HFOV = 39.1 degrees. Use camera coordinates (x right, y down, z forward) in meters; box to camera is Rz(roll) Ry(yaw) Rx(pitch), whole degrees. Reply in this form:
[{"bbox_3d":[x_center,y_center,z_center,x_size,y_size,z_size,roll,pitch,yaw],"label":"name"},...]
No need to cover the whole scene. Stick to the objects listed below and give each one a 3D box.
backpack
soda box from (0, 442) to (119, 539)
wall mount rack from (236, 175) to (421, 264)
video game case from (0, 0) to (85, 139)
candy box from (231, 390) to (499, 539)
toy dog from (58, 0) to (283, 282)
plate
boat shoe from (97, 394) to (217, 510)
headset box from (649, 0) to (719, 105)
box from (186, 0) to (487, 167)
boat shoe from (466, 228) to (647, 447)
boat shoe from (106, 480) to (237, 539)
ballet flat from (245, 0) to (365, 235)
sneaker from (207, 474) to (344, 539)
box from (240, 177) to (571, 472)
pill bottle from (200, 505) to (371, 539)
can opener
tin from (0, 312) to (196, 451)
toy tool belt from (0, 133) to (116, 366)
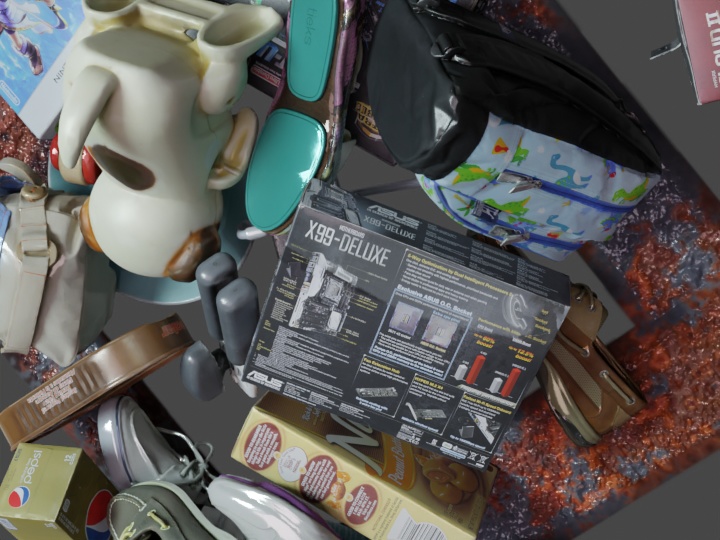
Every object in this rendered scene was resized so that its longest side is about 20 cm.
[{"bbox_3d":[0.109,-0.092,0.697,0.199,0.164,0.154,5,126,-21],"label":"backpack"},{"bbox_3d":[-0.245,0.232,0.903,0.064,0.068,0.200,2,143,16],"label":"soda box"},{"bbox_3d":[0.000,0.000,0.812,0.173,0.075,0.201,-16,103,-4],"label":"wall mount rack"},{"bbox_3d":[-0.261,-0.240,0.817,0.200,0.045,0.181,48,112,7],"label":"video game case"},{"bbox_3d":[0.007,0.158,0.831,0.199,0.115,0.056,30,112,6],"label":"candy box"},{"bbox_3d":[-0.142,-0.085,0.739,0.139,0.194,0.201,13,131,4],"label":"toy dog"},{"bbox_3d":[-0.174,-0.069,0.867,0.199,0.026,0.201,4,107,15],"label":"plate"},{"bbox_3d":[-0.160,0.195,0.916,0.086,0.075,0.203,-17,107,15],"label":"boat shoe"},{"bbox_3d":[0.280,-0.166,0.633,0.199,0.149,0.075,-12,102,19],"label":"headset box"},{"bbox_3d":[-0.011,-0.212,0.760,0.199,0.050,0.199,30,115,7],"label":"box"},{"bbox_3d":[0.153,0.039,0.781,0.074,0.076,0.201,-29,105,17],"label":"boat shoe"},{"bbox_3d":[-0.154,0.219,0.795,0.201,0.060,0.073,17,105,49],"label":"boat shoe"},{"bbox_3d":[-0.030,-0.120,0.733,0.069,0.071,0.201,26,115,28],"label":"ballet flat"},{"bbox_3d":[-0.048,0.238,0.778,0.200,0.075,0.100,39,76,4],"label":"sneaker"},{"bbox_3d":[0.029,0.042,0.731,0.199,0.050,0.158,20,120,-1],"label":"box"},{"bbox_3d":[-0.051,0.265,0.867,0.199,0.111,0.111,19,111,-1],"label":"pill bottle"},{"bbox_3d":[-0.115,0.059,0.816,0.067,0.200,0.053,-35,70,-18],"label":"can opener"},{"bbox_3d":[-0.232,0.097,0.890,0.199,0.112,0.042,-31,84,22],"label":"tin"},{"bbox_3d":[-0.272,-0.027,0.832,0.122,0.125,0.201,10,109,6],"label":"toy tool belt"}]
